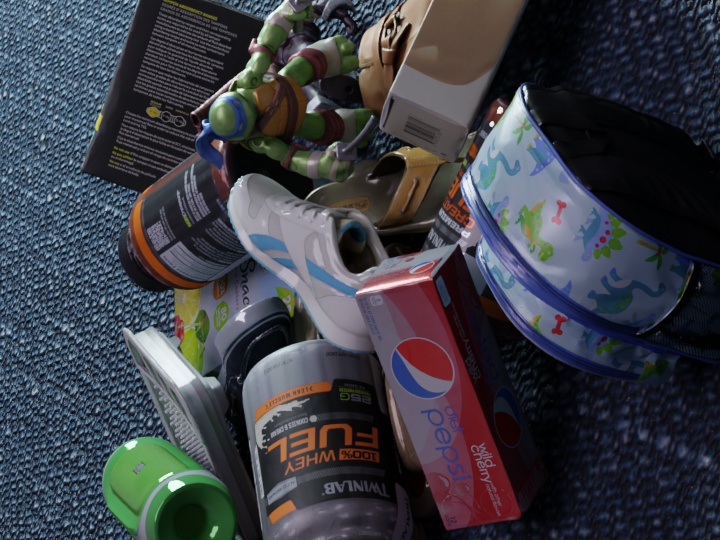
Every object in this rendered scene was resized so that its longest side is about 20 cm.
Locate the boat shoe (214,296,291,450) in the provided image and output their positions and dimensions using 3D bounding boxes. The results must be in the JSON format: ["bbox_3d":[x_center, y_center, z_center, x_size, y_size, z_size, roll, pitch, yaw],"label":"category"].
[{"bbox_3d":[-0.078,0.101,1.615,0.091,0.070,0.201,56,160,20],"label":"boat shoe"}]

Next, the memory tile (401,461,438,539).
[{"bbox_3d":[-0.003,0.201,1.569,0.200,0.017,0.155,32,103,55],"label":"memory tile"}]

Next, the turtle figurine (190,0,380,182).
[{"bbox_3d":[-0.030,-0.151,1.548,0.144,0.194,0.200,44,112,9],"label":"turtle figurine"}]

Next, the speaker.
[{"bbox_3d":[-0.170,0.201,1.619,0.200,0.088,0.089,16,89,69],"label":"speaker"}]

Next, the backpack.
[{"bbox_3d":[0.163,-0.021,1.251,0.147,0.199,0.184,-53,41,22],"label":"backpack"}]

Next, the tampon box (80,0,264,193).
[{"bbox_3d":[-0.185,-0.178,1.851,0.150,0.125,0.202,-118,48,-81],"label":"tampon box"}]

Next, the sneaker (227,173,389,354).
[{"bbox_3d":[-0.032,-0.023,1.500,0.200,0.076,0.081,45,124,32],"label":"sneaker"}]

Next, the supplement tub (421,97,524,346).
[{"bbox_3d":[0.107,-0.022,1.410,0.107,0.106,0.202,42,111,53],"label":"supplement tub"}]

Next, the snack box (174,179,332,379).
[{"bbox_3d":[-0.098,0.013,1.741,0.199,0.067,0.170,-33,50,42],"label":"snack box"}]

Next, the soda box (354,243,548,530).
[{"bbox_3d":[0.067,0.087,1.357,0.069,0.063,0.202,-13,109,28],"label":"soda box"}]

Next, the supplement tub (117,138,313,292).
[{"bbox_3d":[-0.138,-0.050,1.672,0.199,0.106,0.108,-30,53,43],"label":"supplement tub"}]

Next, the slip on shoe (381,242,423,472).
[{"bbox_3d":[0.042,0.070,1.513,0.061,0.076,0.201,-41,53,34],"label":"slip on shoe"}]

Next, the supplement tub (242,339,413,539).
[{"bbox_3d":[-0.025,0.168,1.491,0.122,0.122,0.202,-43,45,37],"label":"supplement tub"}]

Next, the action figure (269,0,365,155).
[{"bbox_3d":[-0.045,-0.192,1.755,0.131,0.069,0.201,-65,30,25],"label":"action figure"}]

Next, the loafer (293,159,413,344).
[{"bbox_3d":[0.000,0.000,1.595,0.068,0.075,0.202,4,77,52],"label":"loafer"}]

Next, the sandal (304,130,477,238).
[{"bbox_3d":[0.032,-0.071,1.541,0.198,0.054,0.081,-15,55,19],"label":"sandal"}]

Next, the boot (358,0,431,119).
[{"bbox_3d":[0.056,-0.231,1.620,0.154,0.073,0.202,-17,60,56],"label":"boot"}]

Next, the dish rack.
[{"bbox_3d":[-0.143,0.148,1.681,0.171,0.043,0.201,38,151,56],"label":"dish rack"}]

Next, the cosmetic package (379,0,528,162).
[{"bbox_3d":[0.089,-0.199,1.481,0.105,0.071,0.202,109,-175,-75],"label":"cosmetic package"}]
